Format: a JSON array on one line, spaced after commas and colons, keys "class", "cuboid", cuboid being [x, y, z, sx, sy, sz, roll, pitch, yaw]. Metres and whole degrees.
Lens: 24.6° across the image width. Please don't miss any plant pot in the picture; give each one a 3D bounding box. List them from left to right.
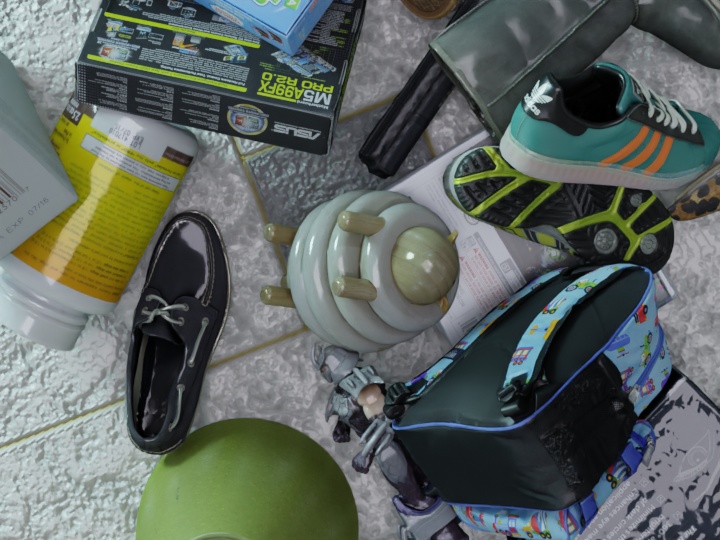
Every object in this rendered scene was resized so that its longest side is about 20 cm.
[{"class": "plant pot", "cuboid": [-0.098, 0.224, 1.283, 0.185, 0.200, 0.189, 0, 95, 2]}]

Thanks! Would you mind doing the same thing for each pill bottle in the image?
[{"class": "pill bottle", "cuboid": [-0.217, -0.041, 1.311, 0.109, 0.109, 0.201, 28, 95, 0]}]

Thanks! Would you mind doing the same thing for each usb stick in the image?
[{"class": "usb stick", "cuboid": [0.065, -0.160, 1.318, 0.033, 0.055, 0.201, 36, 95, 15]}]

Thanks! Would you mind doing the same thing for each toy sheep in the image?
[{"class": "toy sheep", "cuboid": [0.000, 0.000, 1.282, 0.137, 0.199, 0.139, 0, 90, -40]}]

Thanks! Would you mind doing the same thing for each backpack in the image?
[{"class": "backpack", "cuboid": [0.145, 0.088, 1.234, 0.200, 0.182, 0.135, -43, 109, -30]}]

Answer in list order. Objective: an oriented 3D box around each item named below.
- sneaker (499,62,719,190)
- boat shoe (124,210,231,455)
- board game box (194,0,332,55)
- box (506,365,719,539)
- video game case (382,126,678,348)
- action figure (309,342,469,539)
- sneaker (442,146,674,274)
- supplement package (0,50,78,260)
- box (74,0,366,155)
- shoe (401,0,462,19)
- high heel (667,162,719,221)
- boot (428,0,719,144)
[{"class": "sneaker", "cuboid": [0.203, -0.112, 1.246, 0.199, 0.072, 0.080, -4, 136, -32]}, {"class": "boat shoe", "cuboid": [-0.149, 0.048, 1.330, 0.072, 0.063, 0.202, 10, 85, 5]}, {"class": "board game box", "cuboid": [-0.093, -0.274, 1.274, 0.199, 0.037, 0.152, 31, 75, 17]}, {"class": "box", "cuboid": [0.250, 0.214, 1.311, 0.200, 0.117, 0.197, 44, 95, -1]}, {"class": "video game case", "cuboid": [0.131, -0.018, 1.344, 0.181, 0.023, 0.201, -31, 92, 5]}, {"class": "action figure", "cuboid": [0.017, 0.139, 1.314, 0.069, 0.130, 0.201, -32, 104, 3]}, {"class": "sneaker", "cuboid": [0.157, -0.053, 1.298, 0.199, 0.076, 0.076, 22, 92, -18]}, {"class": "supplement package", "cuboid": [-0.315, -0.106, 1.254, 0.117, 0.200, 0.117, -38, 136, 5]}, {"class": "box", "cuboid": [-0.104, -0.178, 1.279, 0.198, 0.044, 0.161, 12, 51, 1]}, {"class": "shoe", "cuboid": [0.018, -0.287, 1.316, 0.070, 0.053, 0.201, -34, 89, 33]}, {"class": "high heel", "cuboid": [0.354, -0.042, 1.306, 0.199, 0.071, 0.143, -26, 87, -5]}, {"class": "boot", "cuboid": [0.178, -0.170, 1.284, 0.200, 0.073, 0.182, -44, 97, -9]}]
